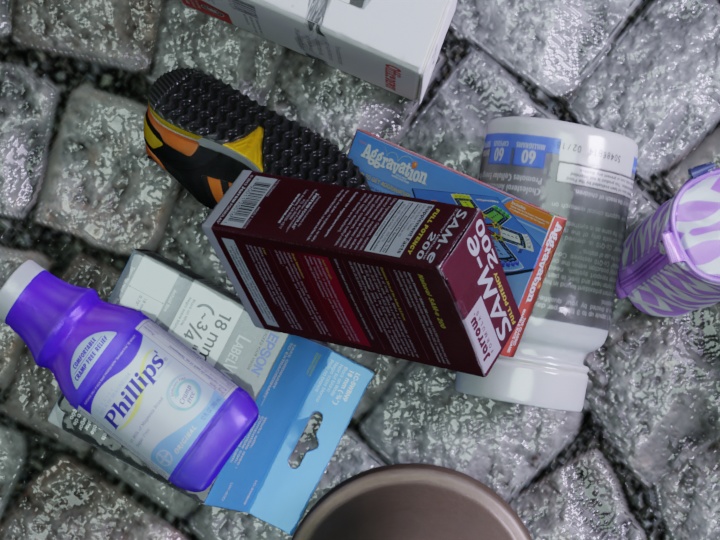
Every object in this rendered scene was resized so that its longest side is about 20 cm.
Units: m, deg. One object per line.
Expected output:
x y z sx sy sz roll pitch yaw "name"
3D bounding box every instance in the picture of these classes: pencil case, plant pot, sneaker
0.233 -0.014 1.226 0.085 0.200 0.084 -28 82 -5 "pencil case"
0.037 0.243 1.236 0.199 0.175 0.202 0 89 1 "plant pot"
-0.075 -0.067 1.297 0.200 0.090 0.070 34 55 6 "sneaker"

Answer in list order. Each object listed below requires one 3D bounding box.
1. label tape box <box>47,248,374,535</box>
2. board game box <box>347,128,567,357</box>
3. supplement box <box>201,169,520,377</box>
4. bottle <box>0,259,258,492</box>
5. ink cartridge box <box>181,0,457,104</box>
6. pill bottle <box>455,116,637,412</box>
-0.109 0.092 1.299 0.199 0.063 0.145 27 90 3 "label tape box"
0.052 -0.023 1.254 0.200 0.019 0.104 28 101 41 "board game box"
0.000 0.000 1.188 0.199 0.109 0.061 12 53 34 "supplement box"
-0.170 0.070 1.237 0.200 0.065 0.084 38 93 3 "bottle"
-0.031 -0.205 1.264 0.199 0.147 0.083 23 87 1 "ink cartridge box"
0.131 -0.003 1.269 0.113 0.114 0.201 10 88 2 "pill bottle"
